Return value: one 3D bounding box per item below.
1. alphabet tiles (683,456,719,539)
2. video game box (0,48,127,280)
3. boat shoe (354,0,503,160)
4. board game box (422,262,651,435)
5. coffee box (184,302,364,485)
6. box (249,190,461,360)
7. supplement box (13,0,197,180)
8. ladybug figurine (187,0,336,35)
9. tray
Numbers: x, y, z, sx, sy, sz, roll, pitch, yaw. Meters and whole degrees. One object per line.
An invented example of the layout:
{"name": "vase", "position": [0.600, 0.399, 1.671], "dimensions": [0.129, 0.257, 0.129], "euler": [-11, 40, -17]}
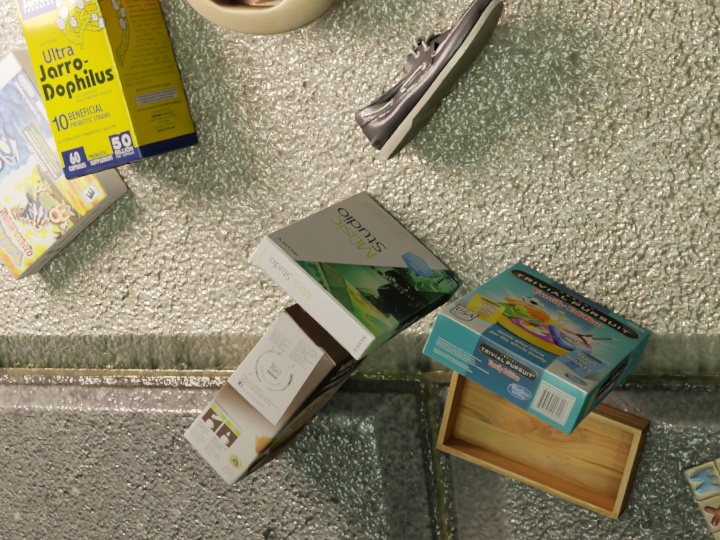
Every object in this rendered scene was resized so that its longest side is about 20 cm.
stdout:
{"name": "alphabet tiles", "position": [0.420, 0.253, 1.388], "dimensions": [0.167, 0.008, 0.201], "euler": [-25, 90, 30]}
{"name": "video game box", "position": [-0.386, -0.121, 1.688], "dimensions": [0.182, 0.047, 0.201], "euler": [-38, 84, 32]}
{"name": "boat shoe", "position": [0.062, -0.196, 1.421], "dimensions": [0.063, 0.073, 0.200], "euler": [43, 123, 8]}
{"name": "board game box", "position": [0.167, 0.065, 1.359], "dimensions": [0.150, 0.200, 0.047], "euler": [29, 114, 18]}
{"name": "coffee box", "position": [-0.081, 0.121, 1.553], "dimensions": [0.080, 0.114, 0.200], "euler": [45, 119, 10]}
{"name": "box", "position": [0.000, 0.000, 1.429], "dimensions": [0.144, 0.200, 0.036], "euler": [42, 121, 11]}
{"name": "supplement box", "position": [-0.270, -0.211, 1.566], "dimensions": [0.108, 0.109, 0.201], "euler": [-12, 97, 29]}
{"name": "ladybug figurine", "position": [-0.092, -0.305, 1.471], "dimensions": [0.199, 0.072, 0.137], "euler": [11, 107, 25]}
{"name": "tray", "position": [0.180, 0.164, 1.473], "dimensions": [0.199, 0.037, 0.099], "euler": [19, 111, 21]}
